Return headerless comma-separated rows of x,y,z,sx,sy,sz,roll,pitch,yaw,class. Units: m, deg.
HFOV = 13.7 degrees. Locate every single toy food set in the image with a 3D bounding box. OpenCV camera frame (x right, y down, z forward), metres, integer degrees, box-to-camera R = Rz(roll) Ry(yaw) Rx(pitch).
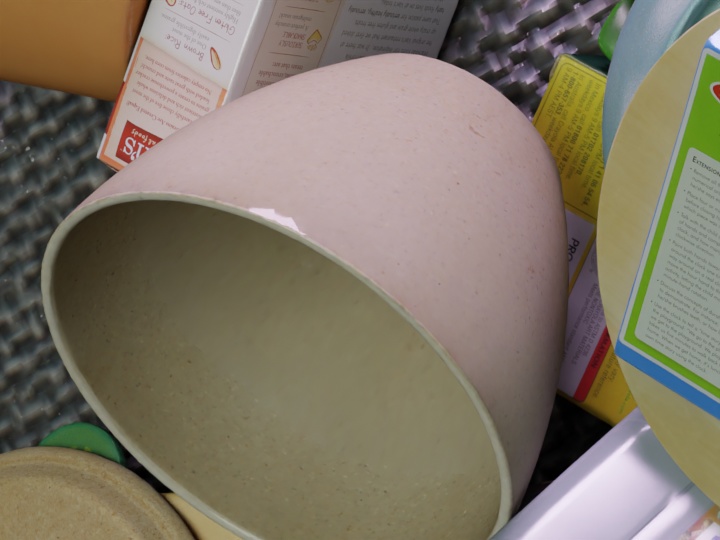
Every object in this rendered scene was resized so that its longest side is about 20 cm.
-0.135,0.171,1.354,0.198,0.049,0.200,27,105,28,toy food set

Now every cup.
0.000,0.000,1.138,0.200,0.143,0.200,23,144,18,cup

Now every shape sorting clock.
0.163,0.002,1.005,0.200,0.039,0.200,16,114,40,shape sorting clock

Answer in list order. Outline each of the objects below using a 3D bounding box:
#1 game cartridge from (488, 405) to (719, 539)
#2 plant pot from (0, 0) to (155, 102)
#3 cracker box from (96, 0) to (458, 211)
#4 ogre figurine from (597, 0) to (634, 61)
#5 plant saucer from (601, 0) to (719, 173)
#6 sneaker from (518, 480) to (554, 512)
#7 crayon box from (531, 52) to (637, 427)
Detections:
0.145,0.129,1.041,0.200,0.133,0.042,39,153,27,game cartridge
-0.118,-0.156,1.254,0.140,0.200,0.200,27,105,20,plant pot
-0.017,-0.123,1.224,0.058,0.134,0.200,29,105,32,cracker box
0.123,-0.114,1.151,0.200,0.120,0.098,34,109,26,ogre figurine
0.180,-0.046,1.048,0.200,0.027,0.200,2,98,16,plant saucer
0.100,0.111,1.214,0.200,0.077,0.082,18,72,31,sneaker
0.143,0.013,1.182,0.200,0.051,0.127,32,107,27,crayon box
